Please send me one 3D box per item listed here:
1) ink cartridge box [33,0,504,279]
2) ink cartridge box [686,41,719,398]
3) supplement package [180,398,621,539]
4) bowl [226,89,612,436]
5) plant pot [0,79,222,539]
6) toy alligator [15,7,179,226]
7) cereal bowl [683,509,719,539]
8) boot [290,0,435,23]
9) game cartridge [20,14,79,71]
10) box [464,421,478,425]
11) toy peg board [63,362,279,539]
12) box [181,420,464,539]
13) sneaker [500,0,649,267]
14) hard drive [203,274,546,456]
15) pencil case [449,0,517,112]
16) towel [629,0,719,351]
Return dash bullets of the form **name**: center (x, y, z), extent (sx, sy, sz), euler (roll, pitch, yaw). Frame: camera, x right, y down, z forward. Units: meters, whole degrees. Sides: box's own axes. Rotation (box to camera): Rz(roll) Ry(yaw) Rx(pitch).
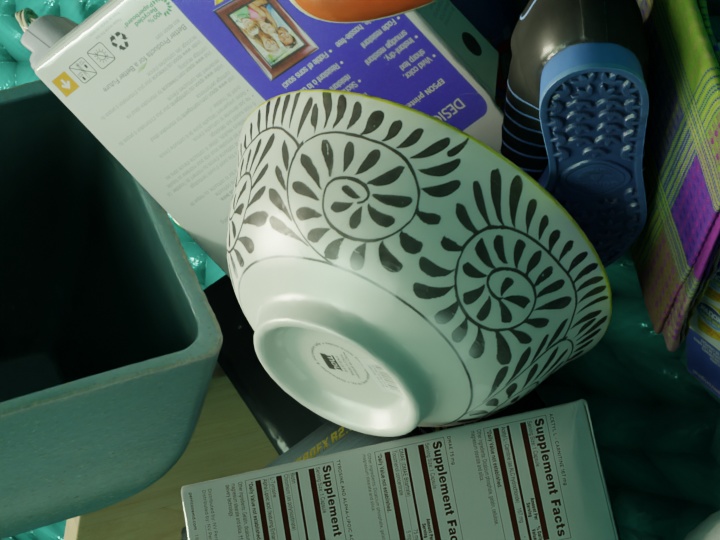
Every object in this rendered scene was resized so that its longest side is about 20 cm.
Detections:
- **ink cartridge box**: center (-0.032, -0.083, 1.451), extent (0.198, 0.043, 0.200), euler (-34, 104, 36)
- **ink cartridge box**: center (0.204, -0.002, 1.344), extent (0.119, 0.042, 0.200), euler (40, 143, 38)
- **supplement package**: center (0.036, 0.180, 1.422), extent (0.191, 0.200, 0.147), euler (70, -171, -64)
- **bowl**: center (0.009, 0.016, 1.371), extent (0.201, 0.094, 0.201), euler (24, 152, 13)
- **plant pot**: center (-0.199, 0.047, 1.555), extent (0.200, 0.196, 0.196), euler (97, 152, -54)
- **toy alligator**: center (-0.146, -0.111, 1.834), extent (0.054, 0.059, 0.200), euler (-46, 68, 18)
- **cereal bowl**: center (0.239, 0.174, 1.374), extent (0.200, 0.083, 0.200), euler (24, 145, 18)
- **boot**: center (0.038, -0.158, 1.301), extent (0.200, 0.107, 0.075), euler (-23, 102, 27)
- **game cartridge**: center (-0.092, -0.076, 1.666), extent (0.133, 0.041, 0.200), euler (42, -170, 37)
- **box**: center (0.000, 0.000, 1.559), extent (0.070, 0.064, 0.200), euler (-87, -24, -74)
- **toy peg board**: center (-0.091, 0.077, 1.775), extent (0.199, 0.200, 0.098), euler (104, 147, -52)
- **box**: center (0.028, 0.162, 1.571), extent (0.200, 0.158, 0.048), euler (38, -153, -31)
- **sneaker**: center (0.100, -0.071, 1.344), extent (0.200, 0.070, 0.078), euler (99, 171, -60)
- **hard drive**: center (0.011, 0.064, 1.637), extent (0.200, 0.139, 0.033), euler (56, -175, 10)
- **pencil case**: center (0.039, -0.106, 1.483), extent (0.087, 0.078, 0.200), euler (2, 121, 27)
- **towel**: center (0.144, -0.062, 1.337), extent (0.200, 0.023, 0.144), euler (102, 155, -64)
